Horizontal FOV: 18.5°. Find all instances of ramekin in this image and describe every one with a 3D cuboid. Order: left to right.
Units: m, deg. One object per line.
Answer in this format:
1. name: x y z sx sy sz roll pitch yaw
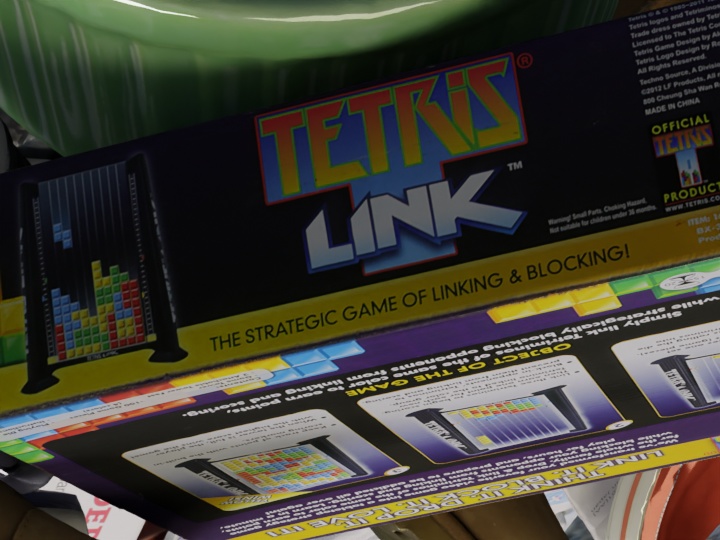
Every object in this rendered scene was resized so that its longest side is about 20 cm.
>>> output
1. ramekin: -0.019 -0.111 0.519 0.198 0.201 0.098 -12 151 -10

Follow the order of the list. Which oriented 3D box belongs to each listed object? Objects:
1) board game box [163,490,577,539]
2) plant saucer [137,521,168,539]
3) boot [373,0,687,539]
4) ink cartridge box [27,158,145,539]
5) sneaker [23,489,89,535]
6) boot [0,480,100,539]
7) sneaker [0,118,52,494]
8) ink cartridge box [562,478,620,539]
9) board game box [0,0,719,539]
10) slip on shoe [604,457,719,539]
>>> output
1. board game box: 0.012 0.110 0.867 0.199 0.026 0.200 -9 151 -25
2. plant saucer: -0.032 0.113 0.915 0.199 0.037 0.200 -25 151 7
3. boot: 0.063 -0.011 0.638 0.200 0.175 0.066 -41 166 -7
4. ink cartridge box: -0.162 0.036 0.731 0.199 0.086 0.148 4 137 -25
5. sneaker: -0.171 0.130 0.664 0.198 0.116 0.081 -8 180 -5
6. boot: -0.139 0.055 0.526 0.199 0.066 0.175 35 146 -16
7. sneaker: -0.151 0.039 0.613 0.200 0.076 0.114 -37 137 11
8. ink cartridge box: 0.117 -0.013 0.764 0.200 0.045 0.176 -47 153 -6
9. board game box: 0.031 0.008 0.502 0.198 0.057 0.165 -13 162 12
10. slip on shoe: 0.157 0.036 0.771 0.200 0.061 0.074 -50 155 3
